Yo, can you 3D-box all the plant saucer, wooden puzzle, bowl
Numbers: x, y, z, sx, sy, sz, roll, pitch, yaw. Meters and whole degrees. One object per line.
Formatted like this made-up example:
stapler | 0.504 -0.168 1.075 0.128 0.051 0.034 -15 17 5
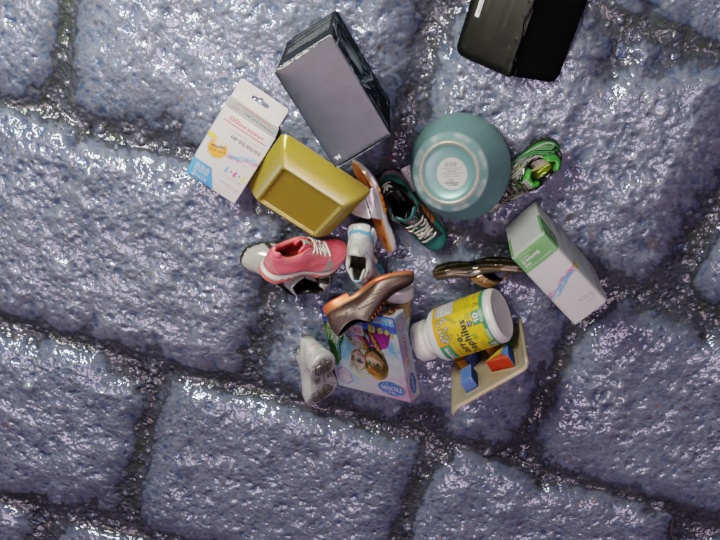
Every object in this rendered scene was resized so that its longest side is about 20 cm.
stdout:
plant saucer | -0.108 -0.145 1.660 0.198 0.049 0.200 31 147 -13
wooden puzzle | 0.256 0.189 1.792 0.199 0.186 0.046 -38 106 19
bowl | 0.174 -0.188 1.611 0.197 0.105 0.205 4 103 19

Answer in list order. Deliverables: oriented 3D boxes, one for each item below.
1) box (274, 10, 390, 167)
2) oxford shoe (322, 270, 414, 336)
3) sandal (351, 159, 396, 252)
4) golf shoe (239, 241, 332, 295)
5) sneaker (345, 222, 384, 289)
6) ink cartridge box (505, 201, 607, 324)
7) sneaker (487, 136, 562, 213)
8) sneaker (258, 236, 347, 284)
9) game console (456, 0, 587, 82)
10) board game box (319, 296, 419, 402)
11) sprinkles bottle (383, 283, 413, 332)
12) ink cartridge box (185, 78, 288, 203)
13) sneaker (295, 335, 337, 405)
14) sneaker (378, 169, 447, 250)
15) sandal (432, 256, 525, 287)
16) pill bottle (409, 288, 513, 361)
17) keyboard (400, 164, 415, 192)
box | -0.044 -0.323 1.535 0.122 0.198 0.201 -27 114 16
oxford shoe | 0.025 0.064 1.717 0.197 0.071 0.074 -28 71 9
sandal | 0.015 -0.114 1.700 0.059 0.079 0.210 -29 117 -15
golf shoe | -0.153 -0.001 1.766 0.196 0.095 0.079 10 119 -1
sneaker | 0.000 0.000 1.735 0.073 0.088 0.202 4 143 15
ink cartridge box | 0.382 -0.015 1.702 0.200 0.146 0.087 42 113 -18
sneaker | 0.296 -0.176 1.658 0.199 0.086 0.078 -38 110 20
sneaker | -0.101 -0.031 1.708 0.197 0.074 0.087 -15 151 -30
game console | 0.292 -0.458 1.551 0.174 0.116 0.203 29 119 22
board game box | 0.019 0.164 1.812 0.197 0.041 0.203 7 121 38
sprinkles bottle | 0.072 0.113 1.822 0.067 0.069 0.203 3 121 1
ink cartridge box | -0.234 -0.247 1.656 0.114 0.068 0.201 31 114 -13
sneaker | -0.102 0.212 1.890 0.077 0.100 0.202 -20 144 -25
sneaker | 0.103 -0.102 1.705 0.071 0.080 0.200 -34 115 21
sandal | 0.245 0.009 1.754 0.196 0.082 0.056 -7 103 10
pill bottle | 0.205 0.119 1.790 0.197 0.113 0.114 -21 116 29
keyboard | 0.178 -0.215 1.685 0.197 0.011 0.057 -23 114 14
